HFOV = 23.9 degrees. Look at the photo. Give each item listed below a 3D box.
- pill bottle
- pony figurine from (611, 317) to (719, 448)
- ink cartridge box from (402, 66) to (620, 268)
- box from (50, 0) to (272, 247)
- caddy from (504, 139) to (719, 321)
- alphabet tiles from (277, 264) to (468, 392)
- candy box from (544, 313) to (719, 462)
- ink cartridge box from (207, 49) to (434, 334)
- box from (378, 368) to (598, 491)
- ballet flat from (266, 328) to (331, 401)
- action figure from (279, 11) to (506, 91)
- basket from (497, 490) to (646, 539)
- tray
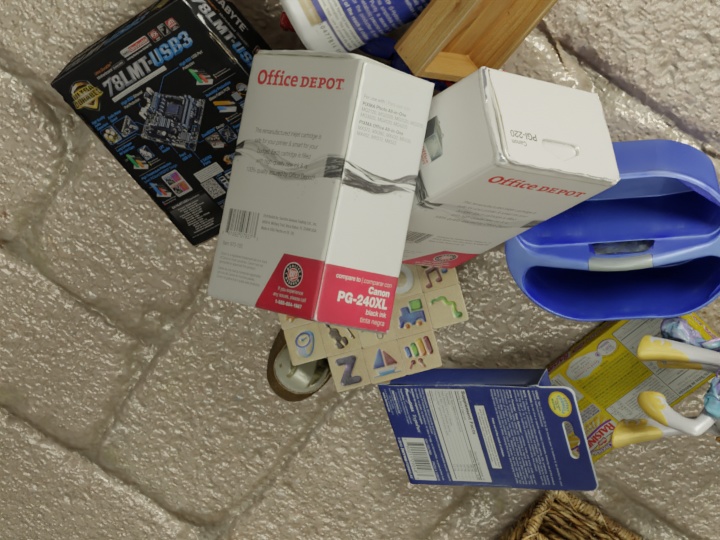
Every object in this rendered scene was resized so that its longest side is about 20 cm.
[{"bbox_3d":[0.031,-0.258,1.335,0.199,0.120,0.120,-24,114,10],"label":"pill bottle"},{"bbox_3d":[0.335,0.099,1.440,0.199,0.193,0.167,12,137,30],"label":"pony figurine"},{"bbox_3d":[0.085,-0.078,1.371,0.145,0.085,0.199,6,157,-42],"label":"ink cartridge box"},{"bbox_3d":[-0.139,-0.133,1.464,0.199,0.050,0.199,-24,113,43],"label":"box"},{"bbox_3d":[0.223,-0.030,1.447,0.199,0.105,0.142,-4,121,14],"label":"caddy"},{"bbox_3d":[0.000,0.000,1.511,0.165,0.006,0.201,-15,90,10],"label":"alphabet tiles"},{"bbox_3d":[0.236,0.102,1.571,0.102,0.026,0.200,40,120,-16],"label":"candy box"},{"bbox_3d":[-0.032,-0.063,1.326,0.083,0.145,0.201,11,90,-40],"label":"ink cartridge box"},{"bbox_3d":[0.123,0.149,1.594,0.199,0.032,0.122,0,121,30],"label":"box"},{"bbox_3d":[-0.034,0.065,1.578,0.068,0.072,0.200,33,122,-11],"label":"ballet flat"},{"bbox_3d":[0.026,-0.172,1.407,0.198,0.099,0.066,9,95,3],"label":"action figure"},{"bbox_3d":[0.214,0.335,1.647,0.199,0.143,0.149,34,122,-10],"label":"basket"},{"bbox_3d":[0.120,-0.228,1.300,0.200,0.098,0.037,-50,62,27],"label":"tray"}]
